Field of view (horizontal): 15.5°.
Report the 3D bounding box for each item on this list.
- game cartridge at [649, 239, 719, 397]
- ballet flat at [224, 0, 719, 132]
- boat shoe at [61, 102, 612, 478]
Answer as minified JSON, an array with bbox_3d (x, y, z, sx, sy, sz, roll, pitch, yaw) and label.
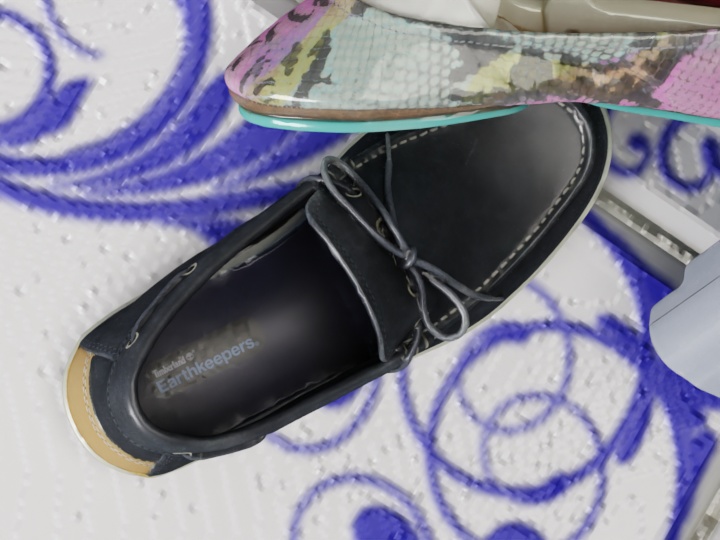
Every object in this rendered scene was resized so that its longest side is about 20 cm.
[{"bbox_3d":[0.209,0.023,0.833,0.200,0.133,0.042,23,54,-25],"label":"game cartridge"},{"bbox_3d":[0.059,-0.079,0.805,0.200,0.069,0.071,2,118,-4],"label":"ballet flat"},{"bbox_3d":[0.000,0.000,0.823,0.200,0.062,0.075,-31,97,-15],"label":"boat shoe"}]
